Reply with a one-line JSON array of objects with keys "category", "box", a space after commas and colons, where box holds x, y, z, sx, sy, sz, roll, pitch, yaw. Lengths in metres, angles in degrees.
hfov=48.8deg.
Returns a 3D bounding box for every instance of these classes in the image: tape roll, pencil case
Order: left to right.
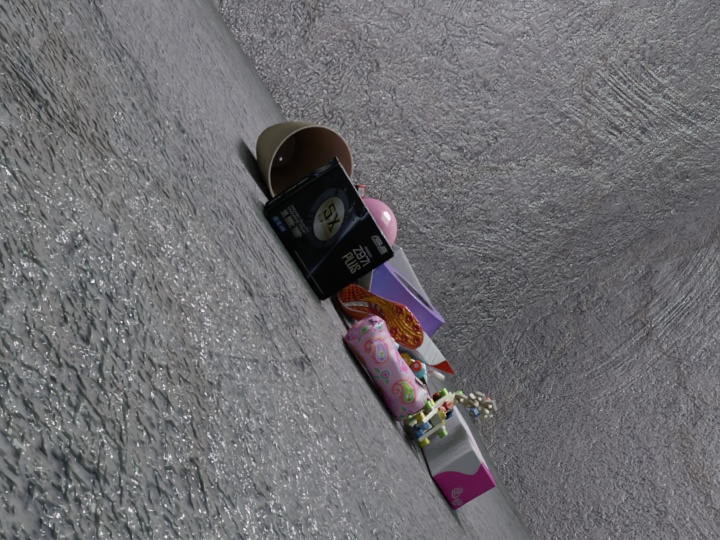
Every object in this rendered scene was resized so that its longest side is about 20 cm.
[{"category": "pencil case", "box": [0.051, 0.181, 1.472, 0.201, 0.087, 0.088, 57, 4, -14]}, {"category": "tape roll", "box": [0.094, 0.077, 1.815, 0.200, 0.085, 0.200, 45, 6, -6]}]

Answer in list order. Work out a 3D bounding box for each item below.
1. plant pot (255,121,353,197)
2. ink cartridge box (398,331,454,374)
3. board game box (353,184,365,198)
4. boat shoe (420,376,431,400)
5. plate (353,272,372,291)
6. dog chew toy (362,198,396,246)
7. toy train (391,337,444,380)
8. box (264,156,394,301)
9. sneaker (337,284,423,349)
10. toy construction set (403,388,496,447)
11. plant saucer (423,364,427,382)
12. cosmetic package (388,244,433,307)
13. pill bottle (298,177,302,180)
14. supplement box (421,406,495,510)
[{"category": "plant pot", "box": [-0.141, -0.234, 1.650, 0.188, 0.187, 0.200, 55, -9, -36]}, {"category": "ink cartridge box", "box": [0.101, 0.176, 1.722, 0.159, 0.048, 0.200, 16, -24, 36]}, {"category": "board game box", "box": [-0.046, -0.140, 1.781, 0.199, 0.019, 0.105, 10, -83, 62]}, {"category": "boat shoe", "box": [0.116, 0.272, 1.736, 0.202, 0.071, 0.068, 63, -4, -20]}, {"category": "plate", "box": [0.000, 0.000, 1.714, 0.200, 0.025, 0.203, -175, -90, -81]}, {"category": "dog chew toy", "box": [-0.027, -0.096, 1.556, 0.198, 0.125, 0.125, 20, 23, -26]}, {"category": "toy train", "box": [0.068, 0.181, 1.593, 0.199, 0.056, 0.150, 37, -10, -23]}, {"category": "box", "box": [-0.057, -0.076, 1.455, 0.201, 0.163, 0.086, 58, 4, -17]}, {"category": "sneaker", "box": [0.043, 0.093, 1.605, 0.199, 0.073, 0.077, 33, -18, 12]}, {"category": "toy construction set", "box": [0.166, 0.281, 1.565, 0.131, 0.198, 0.093, -40, -114, 58]}, {"category": "plant saucer", "box": [0.094, 0.204, 1.905, 0.201, 0.038, 0.202, 50, 25, -33]}, {"category": "cosmetic package", "box": [0.062, 0.033, 2.042, 0.201, 0.122, 0.199, 58, -11, -24]}, {"category": "pill bottle", "box": [-0.096, -0.137, 1.736, 0.113, 0.112, 0.201, 54, 2, -46]}, {"category": "supplement box", "box": [0.190, 0.374, 1.624, 0.102, 0.103, 0.200, 58, 3, -19]}]
